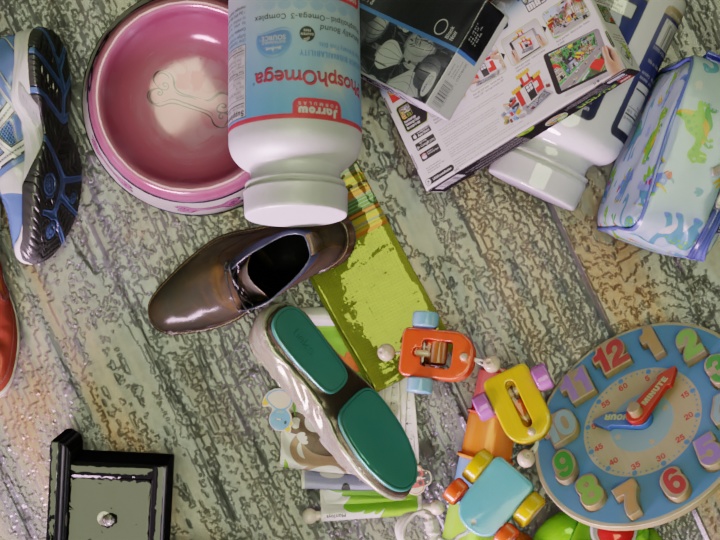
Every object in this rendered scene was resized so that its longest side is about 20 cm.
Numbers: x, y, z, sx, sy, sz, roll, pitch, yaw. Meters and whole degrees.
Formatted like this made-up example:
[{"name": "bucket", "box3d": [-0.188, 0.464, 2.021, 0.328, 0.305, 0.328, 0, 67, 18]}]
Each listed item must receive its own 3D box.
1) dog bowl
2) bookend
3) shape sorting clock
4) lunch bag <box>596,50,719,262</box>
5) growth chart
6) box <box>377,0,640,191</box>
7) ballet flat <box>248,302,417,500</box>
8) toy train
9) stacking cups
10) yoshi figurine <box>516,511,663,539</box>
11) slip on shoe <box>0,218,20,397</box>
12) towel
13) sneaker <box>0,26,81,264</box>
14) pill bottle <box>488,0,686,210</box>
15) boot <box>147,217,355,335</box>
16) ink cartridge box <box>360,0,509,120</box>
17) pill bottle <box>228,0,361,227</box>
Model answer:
[{"name": "dog bowl", "box3d": [-0.143, -0.147, 1.483, 0.199, 0.074, 0.202, 0, 92, -1]}, {"name": "bookend", "box3d": [-0.166, 0.245, 1.483, 0.198, 0.092, 0.200, 4, 91, -2]}, {"name": "shape sorting clock", "box3d": [0.236, 0.126, 1.451, 0.200, 0.200, 0.039, -40, 126, 0]}, {"name": "lunch bag", "box3d": [0.263, -0.094, 1.428, 0.082, 0.200, 0.162, 19, 90, -2]}, {"name": "growth chart", "box3d": [-0.012, 0.125, 1.520, 0.144, 0.018, 0.201, -9, 90, -1]}, {"name": "box", "box3d": [0.117, -0.159, 1.417, 0.199, 0.035, 0.111, -30, 77, 26]}, {"name": "ballet flat", "box3d": [-0.024, 0.114, 1.486, 0.067, 0.062, 0.201, -35, 89, -36]}, {"name": "toy train", "box3d": [0.089, 0.137, 1.461, 0.149, 0.056, 0.202, 0, 81, 12]}, {"name": "stacking cups", "box3d": [0.109, 0.185, 1.506, 0.060, 0.061, 0.201, 14, 89, -1]}, {"name": "yoshi figurine", "box3d": [0.222, 0.202, 1.503, 0.200, 0.112, 0.112, -44, 55, 13]}, {"name": "slip on shoe", "box3d": [-0.335, 0.014, 1.491, 0.074, 0.061, 0.202, -4, 93, -3]}, {"name": "towel", "box3d": [0.000, 0.000, 1.507, 0.086, 0.018, 0.201, -28, 87, -2]}, {"name": "sneaker", "box3d": [-0.290, -0.106, 1.492, 0.077, 0.076, 0.202, -1, 91, 21]}, {"name": "pill bottle", "box3d": [0.186, -0.158, 1.470, 0.111, 0.111, 0.201, 25, 91, -2]}, {"name": "boot", "box3d": [-0.106, 0.003, 1.463, 0.199, 0.097, 0.075, -26, 89, 14]}, {"name": "ink cartridge box", "box3d": [0.025, -0.203, 1.438, 0.039, 0.200, 0.100, 28, 92, -45]}, {"name": "pill bottle", "box3d": [-0.053, -0.141, 1.388, 0.108, 0.109, 0.202, -1, 80, -1]}]
